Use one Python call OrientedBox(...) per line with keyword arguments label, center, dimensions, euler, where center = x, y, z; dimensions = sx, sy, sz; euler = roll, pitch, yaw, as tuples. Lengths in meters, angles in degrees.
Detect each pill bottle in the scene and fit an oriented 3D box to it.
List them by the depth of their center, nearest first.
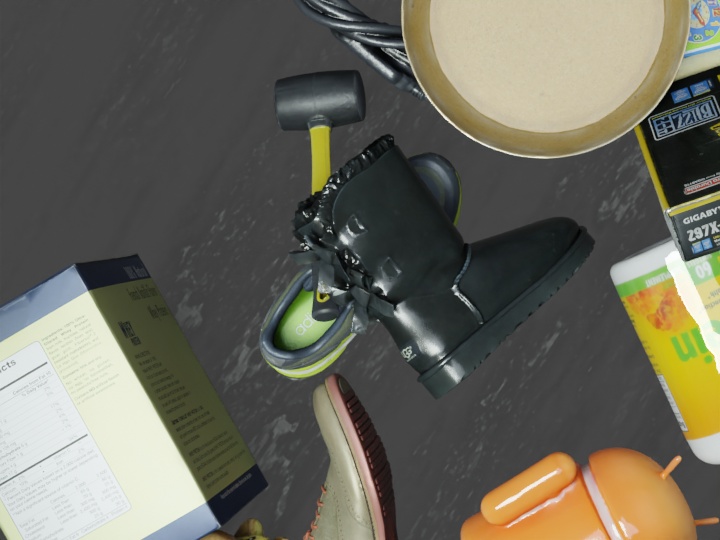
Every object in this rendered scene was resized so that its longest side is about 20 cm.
OrientedBox(label="pill bottle", center=(0.263, 0.065, 1.506), dimensions=(0.111, 0.111, 0.200), euler=(-25, 89, 7))

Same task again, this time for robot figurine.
OrientedBox(label="robot figurine", center=(0.150, 0.200, 1.525), dimensions=(0.200, 0.117, 0.144), euler=(-29, 86, 8))

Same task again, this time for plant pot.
OrientedBox(label="plant pot", center=(0.129, -0.178, 1.512), dimensions=(0.200, 0.027, 0.200), euler=(1, 94, 9))

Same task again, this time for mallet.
OrientedBox(label="mallet", center=(-0.017, -0.057, 1.532), dimensions=(0.066, 0.041, 0.200), euler=(-13, 59, 5))

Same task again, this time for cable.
OrientedBox(label="cable", center=(0.031, -0.231, 1.556), dimensions=(0.200, 0.051, 0.163), euler=(41, 96, 5))

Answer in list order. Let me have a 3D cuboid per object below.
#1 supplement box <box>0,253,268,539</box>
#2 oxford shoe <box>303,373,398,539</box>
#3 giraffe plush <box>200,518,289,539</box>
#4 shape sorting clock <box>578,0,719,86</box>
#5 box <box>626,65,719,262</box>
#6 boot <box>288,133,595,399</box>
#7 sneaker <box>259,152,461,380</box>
OrientedBox(label="supplement box", center=(-0.184, 0.109, 1.519), dimensions=(0.134, 0.200, 0.200), euler=(-30, 89, 7))
OrientedBox(label="oxford shoe", center=(-0.011, 0.176, 1.567), dimensions=(0.075, 0.070, 0.200), euler=(-15, 89, 13))
OrientedBox(label="giraffe plush", center=(-0.102, 0.255, 1.533), dimensions=(0.172, 0.200, 0.162), euler=(37, 88, 22))
OrientedBox(label="shape sorting clock", center=(0.215, -0.218, 1.538), dimensions=(0.200, 0.039, 0.200), euler=(1, 98, 4))
OrientedBox(label="box", center=(0.291, -0.095, 1.470), dimensions=(0.200, 0.160, 0.049), euler=(-19, 120, 8))
OrientedBox(label="boot", center=(0.055, -0.023, 1.501), dimensions=(0.163, 0.073, 0.198), euler=(50, 56, -2))
OrientedBox(label="sneaker", center=(0.000, 0.000, 1.552), dimensions=(0.074, 0.081, 0.200), euler=(39, 96, 4))
